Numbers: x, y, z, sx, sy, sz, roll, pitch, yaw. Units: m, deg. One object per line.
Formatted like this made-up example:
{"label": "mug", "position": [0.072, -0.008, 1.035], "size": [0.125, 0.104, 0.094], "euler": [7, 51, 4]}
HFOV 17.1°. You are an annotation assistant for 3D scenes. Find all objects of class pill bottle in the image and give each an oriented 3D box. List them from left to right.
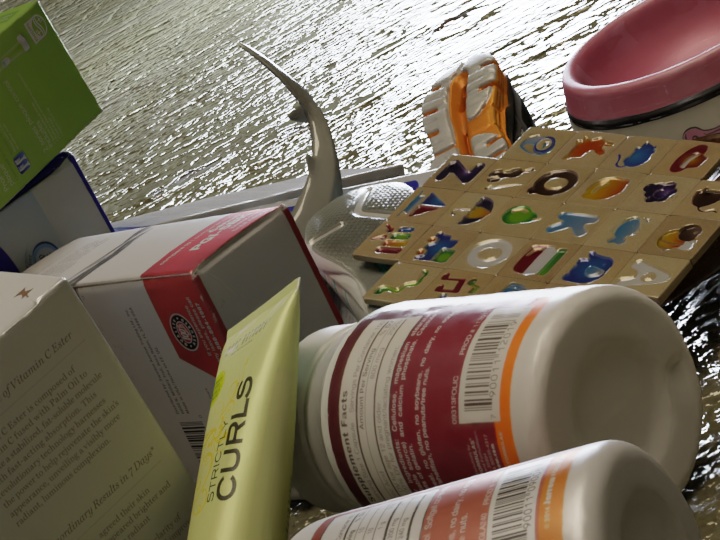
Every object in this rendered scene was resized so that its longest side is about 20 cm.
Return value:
{"label": "pill bottle", "position": [0.035, 0.145, 0.976], "size": [0.200, 0.112, 0.112], "euler": [-19, 21, 29]}
{"label": "pill bottle", "position": [0.054, 0.069, 1.144], "size": [0.200, 0.114, 0.114], "euler": [-6, 29, 50]}

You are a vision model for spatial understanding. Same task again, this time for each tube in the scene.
{"label": "tube", "position": [-0.058, 0.105, 1.151], "size": [0.058, 0.052, 0.200], "euler": [-4, 62, 19]}

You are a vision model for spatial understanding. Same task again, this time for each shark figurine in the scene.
{"label": "shark figurine", "position": [-0.052, -0.019, 1.413], "size": [0.128, 0.089, 0.215], "euler": [16, 90, 47]}

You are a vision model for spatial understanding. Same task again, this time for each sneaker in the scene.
{"label": "sneaker", "position": [0.021, 0.017, 1.329], "size": [0.070, 0.080, 0.200], "euler": [-23, 32, -3]}
{"label": "sneaker", "position": [0.082, -0.049, 1.487], "size": [0.078, 0.077, 0.200], "euler": [-24, 37, 29]}

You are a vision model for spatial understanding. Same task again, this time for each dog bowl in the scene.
{"label": "dog bowl", "position": [0.213, -0.124, 1.481], "size": [0.200, 0.074, 0.200], "euler": [-26, 18, 9]}

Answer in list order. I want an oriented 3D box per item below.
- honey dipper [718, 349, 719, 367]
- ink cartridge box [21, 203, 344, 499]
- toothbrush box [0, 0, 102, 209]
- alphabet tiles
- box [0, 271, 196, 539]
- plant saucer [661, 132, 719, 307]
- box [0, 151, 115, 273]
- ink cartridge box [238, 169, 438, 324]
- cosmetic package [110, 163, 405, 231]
{"label": "honey dipper", "position": [0.195, 0.022, 1.192], "size": [0.038, 0.038, 0.200], "euler": [-24, 16, 14]}
{"label": "ink cartridge box", "position": [-0.100, 0.051, 1.360], "size": [0.200, 0.147, 0.083], "euler": [-6, 26, 48]}
{"label": "toothbrush box", "position": [-0.274, -0.066, 1.441], "size": [0.146, 0.086, 0.200], "euler": [-14, 24, 36]}
{"label": "alphabet tiles", "position": [0.100, -0.024, 1.266], "size": [0.200, 0.006, 0.166], "euler": [8, 41, 40]}
{"label": "box", "position": [-0.174, 0.122, 1.177], "size": [0.152, 0.200, 0.106], "euler": [-43, 28, -29]}
{"label": "plant saucer", "position": [0.151, -0.021, 1.321], "size": [0.200, 0.035, 0.200], "euler": [-32, 11, 7]}
{"label": "box", "position": [-0.233, 0.040, 1.526], "size": [0.200, 0.184, 0.105], "euler": [-9, 25, 44]}
{"label": "ink cartridge box", "position": [0.000, 0.000, 1.441], "size": [0.200, 0.039, 0.100], "euler": [-10, 68, 45]}
{"label": "cosmetic package", "position": [-0.069, -0.026, 1.572], "size": [0.200, 0.051, 0.083], "euler": [-15, 10, -34]}
